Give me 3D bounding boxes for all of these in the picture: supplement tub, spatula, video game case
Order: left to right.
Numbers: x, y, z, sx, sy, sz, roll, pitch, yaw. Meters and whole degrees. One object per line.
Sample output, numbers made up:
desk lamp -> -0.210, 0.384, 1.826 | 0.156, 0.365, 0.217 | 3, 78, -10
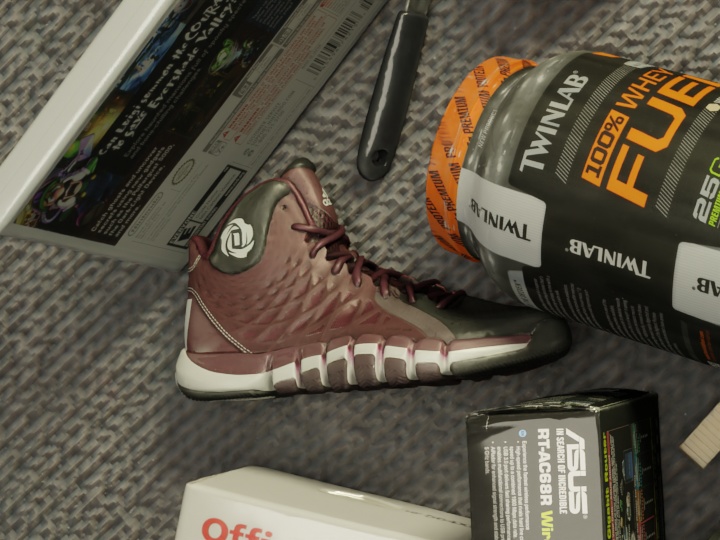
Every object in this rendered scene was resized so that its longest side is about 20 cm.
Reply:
video game case -> -0.073, -0.090, 1.048 | 0.023, 0.182, 0.200 | 42, 100, 20
spatula -> 0.034, -0.139, 1.096 | 0.021, 0.056, 0.201 | 36, 111, 56
supplement tub -> 0.137, -0.027, 1.007 | 0.199, 0.122, 0.123 | 18, 94, 28

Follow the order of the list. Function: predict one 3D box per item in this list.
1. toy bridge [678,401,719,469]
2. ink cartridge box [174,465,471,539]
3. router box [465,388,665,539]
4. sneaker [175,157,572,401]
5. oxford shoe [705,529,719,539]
toy bridge -> 0.243, 0.124, 1.035 | 0.200, 0.027, 0.067 | 42, 99, 12
ink cartridge box -> -0.026, 0.208, 1.082 | 0.145, 0.084, 0.201 | 11, 93, 16
router box -> 0.098, 0.156, 1.013 | 0.062, 0.150, 0.201 | -4, 88, 17
sneaker -> 0.000, 0.000, 1.084 | 0.199, 0.076, 0.116 | -5, 85, 17
oxford shoe -> 0.184, 0.217, 1.016 | 0.084, 0.073, 0.201 | -7, 80, 31
